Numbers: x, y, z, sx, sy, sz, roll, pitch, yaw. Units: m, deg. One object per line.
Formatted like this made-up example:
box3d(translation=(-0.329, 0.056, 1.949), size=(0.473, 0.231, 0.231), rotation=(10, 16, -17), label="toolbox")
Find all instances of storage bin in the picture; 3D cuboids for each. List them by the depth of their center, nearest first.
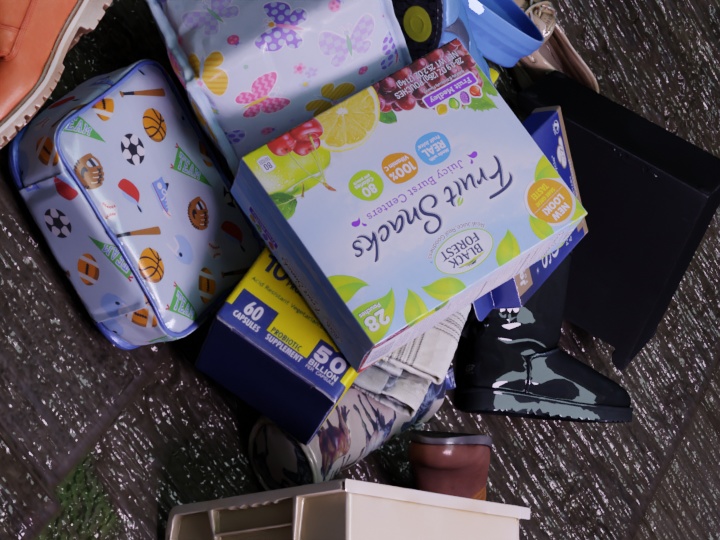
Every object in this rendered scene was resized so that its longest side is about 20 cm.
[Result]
box3d(translation=(-0.012, 0.221, 1.389), size=(0.200, 0.198, 0.094), rotation=(14, 69, -44), label="storage bin")

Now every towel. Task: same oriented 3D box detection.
box3d(translation=(0.000, 0.000, 1.511), size=(0.192, 0.035, 0.200), rotation=(29, 54, -5), label="towel")

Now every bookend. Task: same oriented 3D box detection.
box3d(translation=(0.215, -0.048, 1.749), size=(0.092, 0.198, 0.200), rotation=(-35, 151, -56), label="bookend")

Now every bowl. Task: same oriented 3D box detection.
box3d(translation=(0.073, -0.251, 1.628), size=(0.200, 0.039, 0.201), rotation=(37, 16, -13), label="bowl")

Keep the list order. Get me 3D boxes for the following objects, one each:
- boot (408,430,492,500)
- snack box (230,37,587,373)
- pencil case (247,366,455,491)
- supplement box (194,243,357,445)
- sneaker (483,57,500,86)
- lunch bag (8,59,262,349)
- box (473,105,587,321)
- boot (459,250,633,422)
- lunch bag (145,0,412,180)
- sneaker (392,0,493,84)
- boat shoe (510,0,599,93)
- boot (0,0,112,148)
box3d(translation=(0.066, 0.238, 1.527), size=(0.188, 0.068, 0.201), rotation=(85, 10, -73), label="boot")
box3d(translation=(0.035, -0.049, 1.353), size=(0.200, 0.068, 0.169), rotation=(-30, 78, -21), label="snack box")
box3d(translation=(-0.008, 0.120, 1.507), size=(0.200, 0.078, 0.090), rotation=(-32, 90, -46), label="pencil case")
box3d(translation=(-0.021, 0.011, 1.412), size=(0.109, 0.110, 0.200), rotation=(35, 63, 2), label="supplement box")
box3d(translation=(0.048, -0.144, 1.643), size=(0.085, 0.078, 0.200), rotation=(47, 43, -16), label="sneaker")
box3d(translation=(-0.161, -0.047, 1.388), size=(0.160, 0.075, 0.200), rotation=(-47, 116, -48), label="lunch bag")
box3d(translation=(0.136, -0.049, 1.579), size=(0.200, 0.032, 0.122), rotation=(-42, 123, -53), label="box")
box3d(translation=(0.170, 0.054, 1.695), size=(0.198, 0.073, 0.163), rotation=(9, 81, -30), label="boot")
box3d(translation=(-0.054, -0.157, 1.431), size=(0.127, 0.169, 0.200), rotation=(62, -1, 33), label="lunch bag")
box3d(translation=(0.069, -0.178, 1.536), size=(0.078, 0.066, 0.201), rotation=(-29, 120, -41), label="sneaker")
box3d(translation=(0.159, -0.235, 1.777), size=(0.200, 0.064, 0.071), rotation=(49, 50, -27), label="boat shoe")
box3d(translation=(-0.259, -0.163, 1.322), size=(0.107, 0.075, 0.200), rotation=(36, 56, -20), label="boot")
